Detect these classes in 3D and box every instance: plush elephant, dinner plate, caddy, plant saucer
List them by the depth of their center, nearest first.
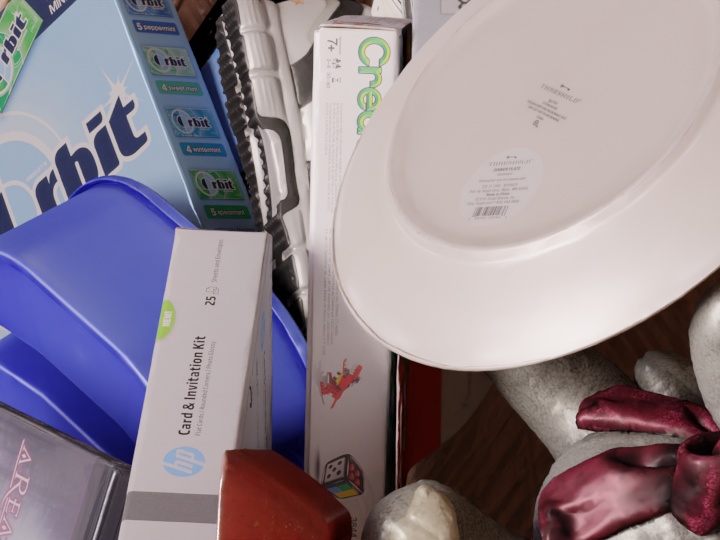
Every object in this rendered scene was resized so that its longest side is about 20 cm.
[{"bbox_3d":[0.125,0.074,0.869,0.155,0.200,0.165,-44,2,40],"label":"plush elephant"},{"bbox_3d":[-0.027,0.162,0.891,0.200,0.036,0.202,57,-143,-85],"label":"plant saucer"},{"bbox_3d":[0.070,-0.053,0.893,0.199,0.024,0.201,-25,41,24],"label":"dinner plate"},{"bbox_3d":[-0.091,0.046,1.186,0.200,0.105,0.142,39,140,33],"label":"caddy"}]

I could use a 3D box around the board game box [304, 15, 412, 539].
[{"bbox_3d":[0.000,0.000,1.056,0.126,0.034,0.202,-60,-28,-81],"label":"board game box"}]

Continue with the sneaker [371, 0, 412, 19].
[{"bbox_3d":[0.032,-0.145,1.158,0.088,0.075,0.201,-41,48,39],"label":"sneaker"}]

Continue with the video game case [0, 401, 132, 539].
[{"bbox_3d":[-0.161,0.121,1.027,0.200,0.019,0.144,18,91,53],"label":"video game case"}]

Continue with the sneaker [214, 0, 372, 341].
[{"bbox_3d":[-0.009,-0.030,1.183,0.074,0.079,0.201,169,92,-73],"label":"sneaker"}]

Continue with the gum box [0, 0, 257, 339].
[{"bbox_3d":[-0.138,-0.041,1.317,0.170,0.044,0.201,-38,66,37],"label":"gum box"}]

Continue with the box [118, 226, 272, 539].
[{"bbox_3d":[-0.059,0.107,0.951,0.201,0.041,0.157,-83,-4,-48],"label":"box"}]

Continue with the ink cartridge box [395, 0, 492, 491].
[{"bbox_3d":[0.039,0.005,1.017,0.163,0.057,0.201,89,180,-51],"label":"ink cartridge box"}]

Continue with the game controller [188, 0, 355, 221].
[{"bbox_3d":[-0.063,-0.071,1.294,0.200,0.042,0.105,-53,42,31],"label":"game controller"}]
